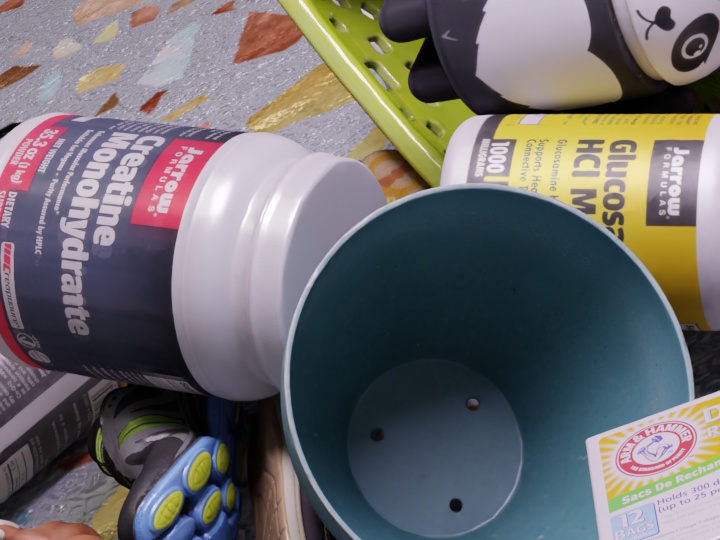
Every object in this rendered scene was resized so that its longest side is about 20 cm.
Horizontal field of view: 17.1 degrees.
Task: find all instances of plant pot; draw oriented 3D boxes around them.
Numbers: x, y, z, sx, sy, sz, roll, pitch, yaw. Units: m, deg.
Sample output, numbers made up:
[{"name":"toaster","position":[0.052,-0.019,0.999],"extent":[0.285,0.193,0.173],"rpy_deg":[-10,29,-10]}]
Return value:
[{"name":"plant pot","position":[0.091,-0.175,1.465],"extent":[0.200,0.199,0.181],"rpy_deg":[-44,-16,17]},{"name":"plant pot","position":[0.051,0.074,1.186],"extent":[0.200,0.201,0.135],"rpy_deg":[-35,-8,-18]}]

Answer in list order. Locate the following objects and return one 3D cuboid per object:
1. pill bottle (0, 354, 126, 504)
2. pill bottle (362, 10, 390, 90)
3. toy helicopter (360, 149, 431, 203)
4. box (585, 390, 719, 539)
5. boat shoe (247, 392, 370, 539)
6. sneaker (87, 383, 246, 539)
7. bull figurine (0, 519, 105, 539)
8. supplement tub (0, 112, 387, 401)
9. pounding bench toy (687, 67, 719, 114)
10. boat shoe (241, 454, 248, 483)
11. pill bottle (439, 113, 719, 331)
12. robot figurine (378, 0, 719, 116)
[{"name":"pill bottle","position":[-0.240,0.085,1.477],"extent":[0.200,0.117,0.116],"rpy_deg":[-40,29,-28]},{"name":"pill bottle","position":[0.108,-0.173,1.629],"extent":[0.199,0.114,0.114],"rpy_deg":[-24,26,6]},{"name":"toy helicopter","position":[0.000,0.000,1.368],"extent":[0.131,0.079,0.201],"rpy_deg":[9,42,1]},{"name":"box","position":[0.208,0.108,1.040],"extent":[0.199,0.102,0.113],"rpy_deg":[-21,27,11]},{"name":"boat shoe","position":[-0.021,0.127,1.258],"extent":[0.064,0.072,0.200],"rpy_deg":[6,27,-10]},{"name":"sneaker","position":[-0.106,0.105,1.277],"extent":[0.082,0.071,0.200],"rpy_deg":[-6,23,4]},{"name":"bull figurine","position":[-0.148,0.174,1.261],"extent":[0.121,0.066,0.200],"rpy_deg":[12,0,-27]},{"name":"supplement tub","position":[-0.097,-0.007,1.270],"extent":[0.199,0.141,0.141],"rpy_deg":[7,39,28]},{"name":"pounding bench toy","position":[0.292,-0.104,1.325],"extent":[0.155,0.125,0.200],"rpy_deg":[-32,27,-13]},{"name":"boat shoe","position":[-0.099,0.070,1.437],"extent":[0.068,0.073,0.200],"rpy_deg":[-11,24,-2]},{"name":"pill bottle","position":[0.148,-0.026,1.251],"extent":[0.198,0.113,0.113],"rpy_deg":[0,34,19]},{"name":"robot figurine","position":[0.112,-0.147,1.284],"extent":[0.199,0.150,0.126],"rpy_deg":[-9,74,28]}]
